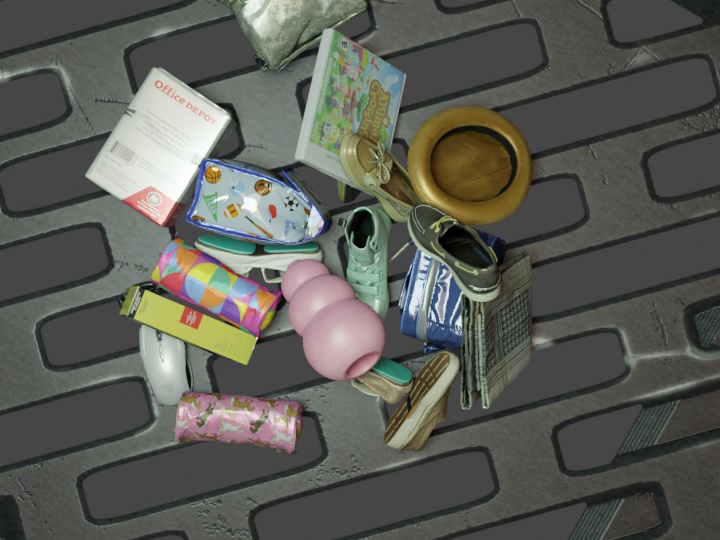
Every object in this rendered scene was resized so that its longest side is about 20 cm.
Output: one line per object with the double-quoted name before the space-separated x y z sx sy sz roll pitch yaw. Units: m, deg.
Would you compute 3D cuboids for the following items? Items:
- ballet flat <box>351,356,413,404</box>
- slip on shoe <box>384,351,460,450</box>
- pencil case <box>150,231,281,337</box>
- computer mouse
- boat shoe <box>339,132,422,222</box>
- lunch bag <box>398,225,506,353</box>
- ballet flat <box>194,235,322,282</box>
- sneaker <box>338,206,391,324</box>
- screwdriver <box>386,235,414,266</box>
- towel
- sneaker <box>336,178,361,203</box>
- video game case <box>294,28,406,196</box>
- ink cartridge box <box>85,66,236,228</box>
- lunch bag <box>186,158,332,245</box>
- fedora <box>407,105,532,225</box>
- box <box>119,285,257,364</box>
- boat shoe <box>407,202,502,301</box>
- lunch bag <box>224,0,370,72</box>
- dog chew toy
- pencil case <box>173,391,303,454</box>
"ballet flat" -0.014 0.145 1.755 0.199 0.068 0.068 32 127 13
"slip on shoe" 0.106 0.204 1.726 0.060 0.076 0.201 23 120 -14
"pencil case" -0.218 0.024 1.716 0.199 0.088 0.089 29 91 6
"computer mouse" -0.307 0.112 1.769 0.109 0.044 0.201 -13 91 -1
"boat shoe" 0.041 -0.141 1.701 0.062 0.200 0.074 1 64 39
"lunch bag" 0.131 0.030 1.717 0.131 0.136 0.201 13 88 17
"ballet flat" -0.159 -0.013 1.762 0.198 0.069 0.070 4 91 -1
"sneaker" 0.000 0.000 1.723 0.073 0.118 0.202 3 87 16
"screwdriver" 0.067 -0.030 1.780 0.029 0.028 0.200 38 98 -29
"towel" 0.207 0.090 1.676 0.034 0.200 0.194 13 117 33
"sneaker" -0.035 -0.205 1.765 0.088 0.077 0.202 1 95 33
"video game case" -0.011 -0.233 1.699 0.022 0.182 0.201 4 78 42
"ink cartridge box" -0.303 -0.188 1.746 0.144 0.084 0.201 33 91 1
"lunch bag" -0.142 -0.099 1.705 0.199 0.170 0.125 17 95 1
"fedora" 0.162 -0.153 1.735 0.199 0.082 0.202 2 79 -12
"box" -0.260 0.084 1.722 0.199 0.075 0.050 25 80 -18
"boat shoe" 0.133 -0.041 1.603 0.071 0.061 0.201 -24 48 -20
"lunch bag" -0.104 -0.416 1.715 0.199 0.139 0.168 -33 90 1
"dog chew toy" -0.049 0.064 1.686 0.124 0.125 0.200 -35 65 1
"pencil case" -0.188 0.233 1.750 0.198 0.083 0.087 7 100 0
